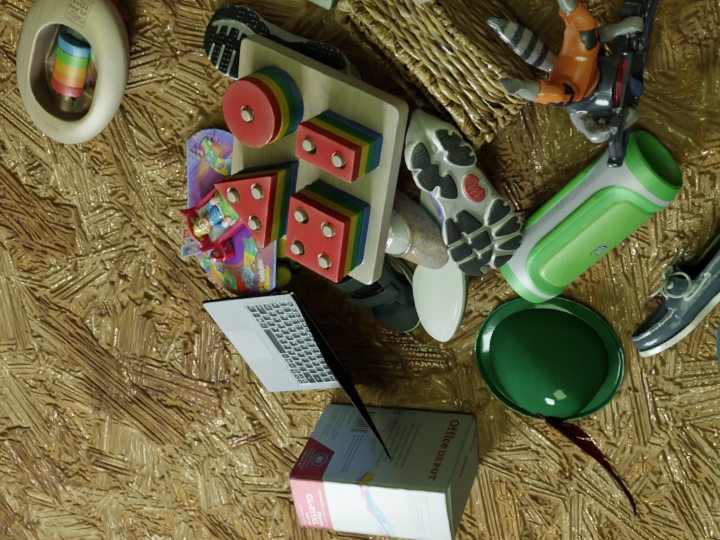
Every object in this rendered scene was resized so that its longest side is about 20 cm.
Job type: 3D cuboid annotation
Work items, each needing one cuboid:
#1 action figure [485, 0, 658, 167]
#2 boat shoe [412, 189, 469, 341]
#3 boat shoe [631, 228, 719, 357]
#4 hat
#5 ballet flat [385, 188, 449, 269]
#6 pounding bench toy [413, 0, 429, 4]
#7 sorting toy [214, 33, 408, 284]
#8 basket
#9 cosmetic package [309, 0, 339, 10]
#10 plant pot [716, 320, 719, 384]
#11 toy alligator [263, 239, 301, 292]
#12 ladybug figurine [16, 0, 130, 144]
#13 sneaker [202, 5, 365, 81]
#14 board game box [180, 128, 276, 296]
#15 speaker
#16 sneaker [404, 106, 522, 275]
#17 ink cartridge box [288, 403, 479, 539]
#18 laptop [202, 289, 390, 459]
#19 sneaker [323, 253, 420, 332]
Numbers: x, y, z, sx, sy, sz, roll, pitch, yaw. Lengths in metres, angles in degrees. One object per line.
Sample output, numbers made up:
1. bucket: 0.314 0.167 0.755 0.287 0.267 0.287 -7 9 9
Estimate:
1. action figure: 0.209 -0.209 1.063 0.103 0.192 0.203 10 81 38
2. boat shoe: 0.102 -0.017 1.259 0.072 0.061 0.203 23 125 37
3. boat shoe: 0.345 0.010 1.175 0.062 0.075 0.200 39 123 -6
4. hat: 0.201 0.142 1.243 0.197 0.177 0.168 -2 117 22
5. ballet flat: 0.010 -0.065 1.230 0.200 0.067 0.069 44 135 20
6. pounding bench toy: 0.125 -0.326 0.985 0.153 0.124 0.204 8 83 16
7. sorting toy: -0.064 -0.102 1.148 0.197 0.069 0.203 28 128 26
8. basket: 0.065 -0.207 1.120 0.200 0.143 0.149 45 123 -8
9. cosmetic package: -0.086 -0.375 1.139 0.198 0.052 0.152 28 126 5
10. plant pot: 0.453 0.118 1.142 0.197 0.161 0.204 9 121 16
11. toy alligator: -0.087 -0.049 1.327 0.053 0.059 0.203 -6 124 -24
12. ladybug figurine: -0.316 -0.239 1.293 0.134 0.072 0.202 30 125 3
13. sneaker: -0.082 -0.219 1.215 0.198 0.080 0.075 29 99 25
14. board game box: -0.162 -0.058 1.315 0.157 0.039 0.203 27 126 36
15. speaker: 0.232 -0.053 1.177 0.088 0.089 0.200 42 124 -6
16. sneaker: 0.102 -0.083 1.152 0.080 0.084 0.202 -25 124 6
17. ink cartridge box: 0.033 0.242 1.385 0.197 0.146 0.084 2 121 20
18. laptop: -0.075 0.127 1.345 0.197 0.117 0.188 -6 138 25
19. sneaker: 0.000 0.000 1.304 0.078 0.080 0.201 -24 109 30
